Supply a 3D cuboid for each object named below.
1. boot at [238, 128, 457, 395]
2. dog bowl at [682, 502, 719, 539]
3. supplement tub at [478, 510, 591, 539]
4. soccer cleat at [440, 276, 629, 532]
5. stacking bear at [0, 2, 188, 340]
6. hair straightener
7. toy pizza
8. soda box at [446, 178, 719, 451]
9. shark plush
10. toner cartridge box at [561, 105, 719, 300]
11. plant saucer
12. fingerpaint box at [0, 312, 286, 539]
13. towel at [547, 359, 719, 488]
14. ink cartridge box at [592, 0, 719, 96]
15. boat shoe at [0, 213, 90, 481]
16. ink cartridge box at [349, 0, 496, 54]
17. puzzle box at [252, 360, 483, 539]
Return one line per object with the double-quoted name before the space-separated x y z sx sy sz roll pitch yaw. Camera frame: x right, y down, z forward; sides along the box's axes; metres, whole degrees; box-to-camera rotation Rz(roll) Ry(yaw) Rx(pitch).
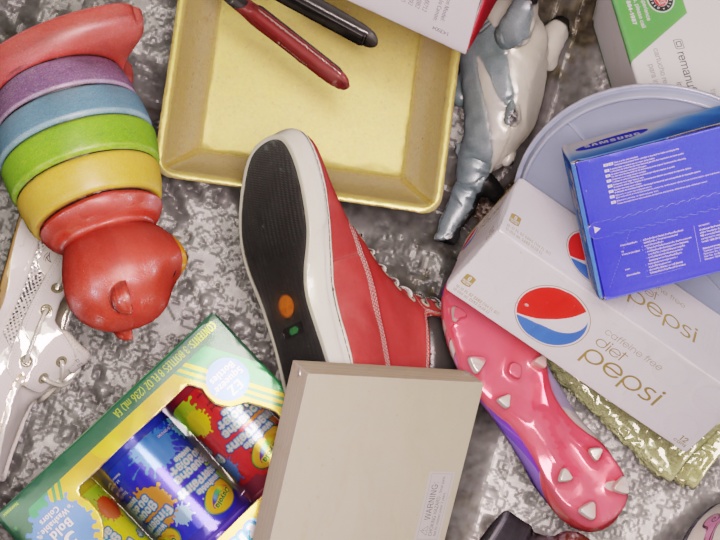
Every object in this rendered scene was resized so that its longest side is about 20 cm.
"boot" 0.000 0.000 1.399 0.144 0.072 0.201 -8 83 -43
"dog bowl" 0.305 0.225 1.352 0.200 0.074 0.201 17 53 -23
"supplement tub" 0.156 0.246 1.375 0.200 0.107 0.107 36 82 1
"soccer cleat" 0.112 0.091 1.406 0.067 0.076 0.200 -32 86 -16
"stacking bear" -0.174 -0.055 1.359 0.113 0.122 0.201 -13 70 -18
"hair straightener" -0.069 -0.209 1.410 0.200 0.041 0.077 36 82 6
"toy pizza" 0.200 -0.038 1.364 0.200 0.032 0.201 8 125 12
"soda box" 0.160 0.029 1.361 0.200 0.068 0.064 34 40 -8
"shark plush" 0.087 -0.118 1.455 0.083 0.091 0.201 11 97 23
"toner cartridge box" 0.233 -0.054 1.283 0.199 0.043 0.095 -14 108 1
"plant saucer" -0.032 -0.147 1.442 0.199 0.048 0.201 8 83 -1
"fingerpaint box" -0.114 0.157 1.387 0.200 0.073 0.167 -42 88 -7
"towel" 0.198 0.040 1.438 0.200 0.036 0.148 42 83 2
"ink cartridge box" 0.277 -0.147 1.426 0.199 0.083 0.147 -12 68 -5
"boat shoe" -0.217 0.052 1.396 0.069 0.071 0.201 13 81 0
"ink cartridge box" 0.076 -0.249 1.391 0.175 0.084 0.200 26 51 6
"puzzle box" -0.003 0.157 1.343 0.133 0.025 0.201 5 107 -30
